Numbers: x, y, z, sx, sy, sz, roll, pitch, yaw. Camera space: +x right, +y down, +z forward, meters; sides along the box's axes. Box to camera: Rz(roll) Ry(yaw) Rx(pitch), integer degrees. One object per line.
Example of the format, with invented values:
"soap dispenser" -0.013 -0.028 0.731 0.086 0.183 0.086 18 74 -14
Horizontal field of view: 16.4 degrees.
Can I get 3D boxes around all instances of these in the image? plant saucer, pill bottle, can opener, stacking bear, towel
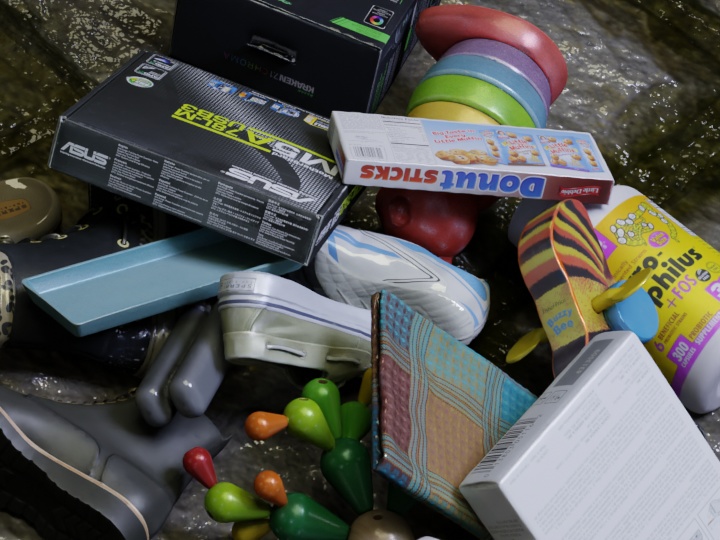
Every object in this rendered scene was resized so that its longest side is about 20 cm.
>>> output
"plant saucer" -0.130 0.003 1.709 0.199 0.019 0.070 -17 35 -36
"pill bottle" 0.205 0.008 1.834 0.200 0.104 0.104 39 50 22
"can opener" -0.094 0.054 1.715 0.053 0.067 0.200 -16 25 24
"stacking bear" 0.074 -0.092 1.893 0.113 0.122 0.200 -3 47 38
"towel" 0.077 0.113 1.671 0.200 0.022 0.147 35 40 -37

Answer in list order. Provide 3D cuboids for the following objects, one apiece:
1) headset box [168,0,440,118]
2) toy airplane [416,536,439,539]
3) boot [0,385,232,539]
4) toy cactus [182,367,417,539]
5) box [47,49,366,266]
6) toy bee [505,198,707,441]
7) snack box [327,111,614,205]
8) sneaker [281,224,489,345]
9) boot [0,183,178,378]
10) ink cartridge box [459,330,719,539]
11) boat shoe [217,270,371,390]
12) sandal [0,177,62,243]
"headset box" -0.039 -0.222 1.997 0.174 0.093 0.200 23 47 8
"toy airplane" 0.022 0.261 1.522 0.199 0.141 0.200 22 68 -24
"boot" -0.197 0.101 1.673 0.200 0.078 0.138 40 45 5
"toy cactus" -0.008 0.153 1.666 0.199 0.102 0.165 -15 72 -34
"box" -0.100 -0.085 1.794 0.199 0.048 0.193 21 21 7
"toy bee" 0.165 0.047 1.741 0.200 0.131 0.109 45 34 19
"snack box" 0.079 -0.081 1.800 0.199 0.024 0.072 4 30 -14
"sneaker" 0.000 0.000 1.819 0.199 0.072 0.073 24 30 9
"boot" -0.214 -0.018 1.755 0.153 0.074 0.204 7 49 -24
"ink cartridge box" 0.175 0.167 1.663 0.160 0.047 0.200 -45 110 -32
"boat shoe" -0.034 0.053 1.719 0.200 0.072 0.062 22 72 -49
"sandal" -0.300 -0.032 1.776 0.200 0.054 0.080 -22 57 -32
